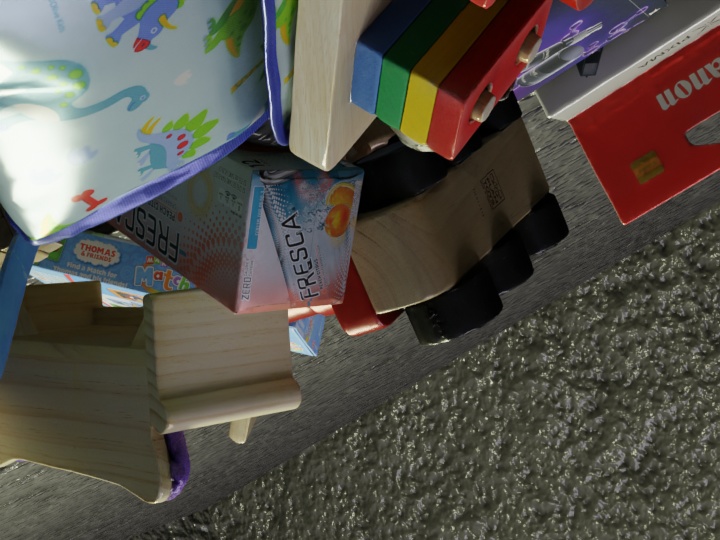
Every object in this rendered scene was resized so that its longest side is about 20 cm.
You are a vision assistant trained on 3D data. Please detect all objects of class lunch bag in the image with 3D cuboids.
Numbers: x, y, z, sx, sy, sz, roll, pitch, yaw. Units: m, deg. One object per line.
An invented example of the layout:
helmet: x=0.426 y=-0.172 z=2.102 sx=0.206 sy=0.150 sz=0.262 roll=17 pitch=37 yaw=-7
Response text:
lunch bag: x=-0.069 y=-0.122 z=0.495 sx=0.199 sy=0.128 sz=0.171 roll=-30 pitch=159 yaw=-15

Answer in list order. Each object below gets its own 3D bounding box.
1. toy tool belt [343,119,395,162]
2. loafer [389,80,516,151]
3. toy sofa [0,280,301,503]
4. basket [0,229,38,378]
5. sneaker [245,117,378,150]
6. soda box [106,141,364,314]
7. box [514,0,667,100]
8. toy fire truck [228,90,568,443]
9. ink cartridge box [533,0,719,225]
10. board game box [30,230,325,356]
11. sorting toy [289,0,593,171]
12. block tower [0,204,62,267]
toy tool belt: x=-0.034 y=-0.043 z=0.861 sx=0.198 sy=0.124 sz=0.126 roll=-5 pitch=139 yaw=-36
loafer: x=0.056 y=-0.125 z=0.641 sx=0.071 sy=0.202 sz=0.063 roll=11 pitch=145 yaw=11
toy sofa: x=-0.122 y=0.055 z=0.707 sx=0.082 sy=0.099 sz=0.199 roll=-6 pitch=-177 yaw=-41
basket: x=-0.238 y=0.021 z=0.625 sx=0.197 sy=0.140 sz=0.177 roll=-12 pitch=-143 yaw=12
sneaker: x=-0.021 y=-0.109 z=0.653 sx=0.199 sy=0.075 sz=0.078 roll=-31 pitch=136 yaw=-55
soda box: x=-0.082 y=-0.046 z=0.673 sx=0.063 sy=0.069 sz=0.199 roll=-4 pitch=-158 yaw=-37
box: x=0.093 y=-0.171 z=0.823 sx=0.140 sy=0.080 sz=0.199 roll=-34 pitch=167 yaw=20
toy fire truck: x=0.000 y=0.000 z=0.751 sx=0.198 sy=0.130 sz=0.176 roll=-18 pitch=-168 yaw=31
ink cartridge box: x=0.211 y=-0.155 z=0.906 sx=0.199 sy=0.178 sz=0.045 roll=-32 pitch=168 yaw=24
board game box: x=-0.128 y=0.014 z=0.945 sx=0.197 sy=0.037 sz=0.151 roll=14 pitch=171 yaw=6
sorting toy: x=0.061 y=-0.151 z=0.498 sx=0.199 sy=0.069 sz=0.201 roll=-52 pitch=163 yaw=-30
block tower: x=-0.272 y=0.002 z=0.801 sx=0.198 sy=0.058 sz=0.054 roll=-29 pitch=170 yaw=4
